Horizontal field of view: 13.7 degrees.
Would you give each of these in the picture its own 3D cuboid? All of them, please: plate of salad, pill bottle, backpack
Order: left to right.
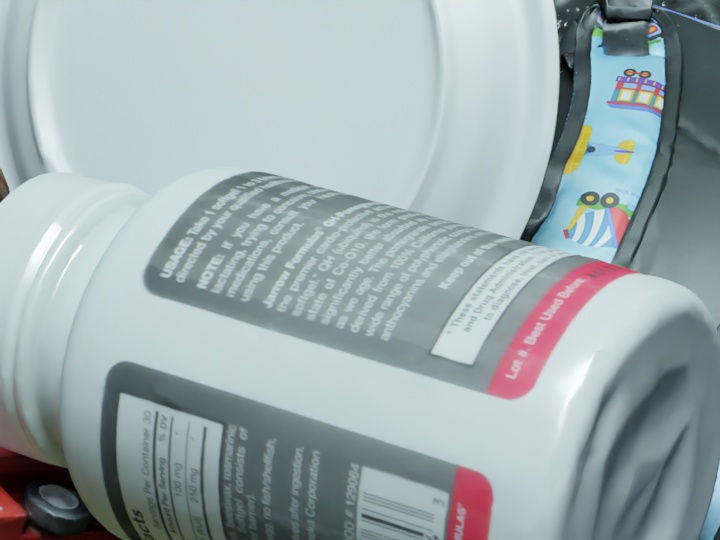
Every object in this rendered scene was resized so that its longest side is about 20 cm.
[{"bbox_3d":[-0.028,-0.059,0.910,0.200,0.201,0.048,26,13,24],"label":"plate of salad"},{"bbox_3d":[-0.011,0.034,0.817,0.200,0.111,0.111,16,49,28],"label":"pill bottle"},{"bbox_3d":[0.108,0.029,0.935,0.182,0.135,0.200,20,53,20],"label":"backpack"}]

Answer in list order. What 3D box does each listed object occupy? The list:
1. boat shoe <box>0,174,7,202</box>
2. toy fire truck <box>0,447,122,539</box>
[{"bbox_3d":[-0.182,0.004,0.845,0.200,0.072,0.068,-11,41,-38],"label":"boat shoe"},{"bbox_3d":[-0.124,0.053,0.908,0.200,0.049,0.141,1,30,-44],"label":"toy fire truck"}]
